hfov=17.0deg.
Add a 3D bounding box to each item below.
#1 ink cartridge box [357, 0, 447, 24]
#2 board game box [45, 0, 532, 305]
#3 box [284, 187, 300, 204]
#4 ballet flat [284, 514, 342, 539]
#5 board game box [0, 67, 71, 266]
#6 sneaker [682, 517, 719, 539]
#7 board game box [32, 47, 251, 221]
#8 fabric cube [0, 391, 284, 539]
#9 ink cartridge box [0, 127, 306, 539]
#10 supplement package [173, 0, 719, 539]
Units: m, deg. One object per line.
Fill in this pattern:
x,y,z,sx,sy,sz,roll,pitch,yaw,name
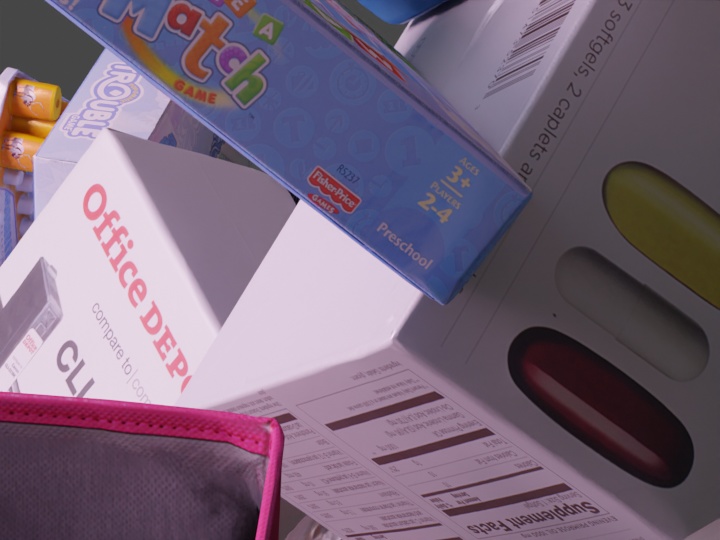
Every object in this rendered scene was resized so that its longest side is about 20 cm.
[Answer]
0.011,-0.154,0.612,0.085,0.144,0.200,-56,14,-16,ink cartridge box
-0.043,-0.071,0.579,0.037,0.151,0.200,-50,15,7,board game box
0.000,0.000,0.940,0.158,0.048,0.200,-49,15,25,box
0.017,0.073,0.742,0.067,0.046,0.200,14,73,52,ballet flat
-0.132,0.031,1.037,0.200,0.026,0.201,32,-110,-75,board game box
0.030,0.122,0.474,0.200,0.076,0.114,-64,16,10,sneaker
-0.086,-0.006,1.004,0.200,0.043,0.199,-68,-15,-57,board game box
-0.125,0.156,0.516,0.196,0.199,0.200,-82,-3,-61,fabric cube
-0.087,0.073,0.840,0.200,0.084,0.144,-50,49,22,ink cartridge box
0.066,-0.020,0.646,0.200,0.111,0.156,-60,15,-21,supplement package
